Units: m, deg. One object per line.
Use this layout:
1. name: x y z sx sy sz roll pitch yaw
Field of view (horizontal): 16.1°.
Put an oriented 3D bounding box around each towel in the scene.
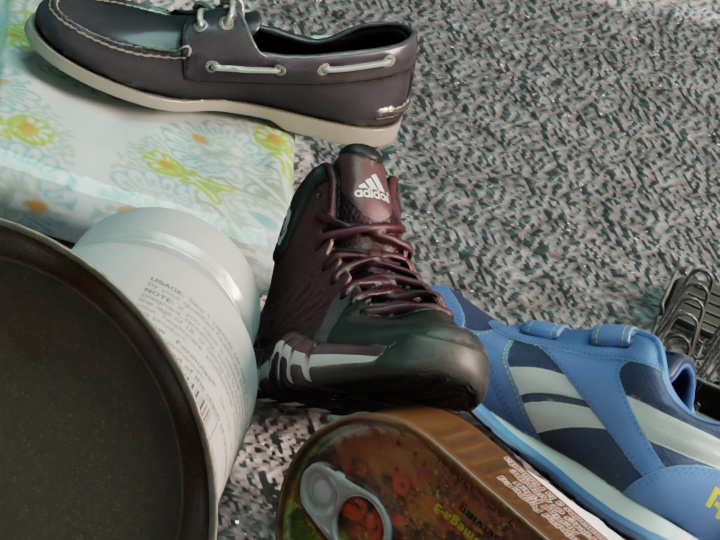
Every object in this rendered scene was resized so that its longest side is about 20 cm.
1. towel: -0.115 -0.072 1.273 0.171 0.048 0.200 14 32 -9

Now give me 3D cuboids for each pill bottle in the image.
1. pill bottle: -0.102 0.054 1.018 0.114 0.115 0.200 21 26 0

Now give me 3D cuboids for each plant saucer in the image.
1. plant saucer: -0.143 0.075 0.900 0.200 0.201 0.034 24 13 6

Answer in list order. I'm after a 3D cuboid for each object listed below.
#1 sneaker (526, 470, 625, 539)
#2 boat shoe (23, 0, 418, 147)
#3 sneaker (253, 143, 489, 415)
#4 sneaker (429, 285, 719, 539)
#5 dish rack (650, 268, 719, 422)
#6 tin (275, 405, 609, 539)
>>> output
1. sneaker: 0.104 0.140 1.069 0.200 0.075 0.088 37 22 15
2. boat shoe: -0.065 -0.116 1.269 0.199 0.063 0.073 12 33 -18
3. sneaker: 0.000 0.000 1.079 0.075 0.116 0.200 13 -8 -22
4. sneaker: 0.102 0.058 1.143 0.200 0.082 0.074 37 -1 29
5. dish rack: 0.207 0.056 1.259 0.153 0.055 0.200 25 31 5
6. tin: 0.049 0.135 0.992 0.200 0.112 0.042 40 27 27
